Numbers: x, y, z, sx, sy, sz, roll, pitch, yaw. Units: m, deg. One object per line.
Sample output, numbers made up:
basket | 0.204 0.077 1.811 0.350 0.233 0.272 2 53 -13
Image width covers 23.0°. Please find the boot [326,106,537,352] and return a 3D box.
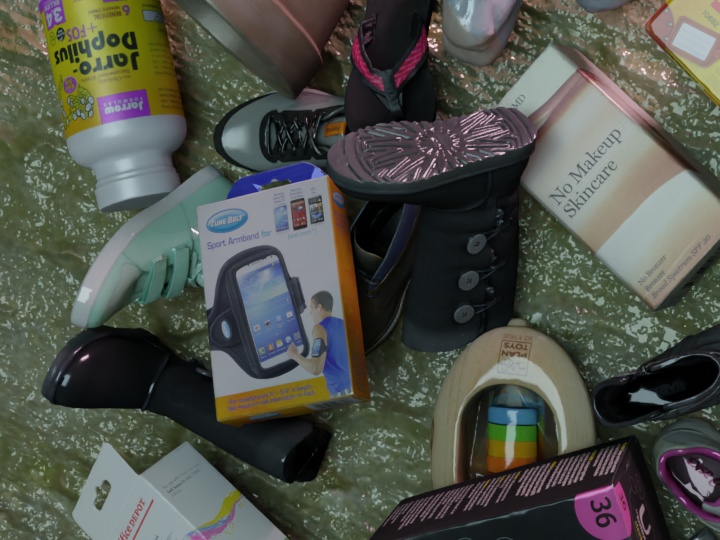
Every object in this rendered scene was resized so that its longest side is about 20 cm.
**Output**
boot | 0.048 -0.021 1.357 0.164 0.201 0.066 -9 47 -15

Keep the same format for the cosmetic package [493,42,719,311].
cosmetic package | 0.196 -0.073 1.376 0.200 0.087 0.103 44 106 15

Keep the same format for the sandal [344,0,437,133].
sandal | 0.024 -0.179 1.415 0.075 0.045 0.201 -1 62 11

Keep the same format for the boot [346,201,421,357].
boot | 0.000 0.000 1.439 0.075 0.097 0.200 45 103 29

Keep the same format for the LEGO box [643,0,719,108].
LEGO box | 0.314 -0.128 1.300 0.077 0.149 0.200 -45 77 15

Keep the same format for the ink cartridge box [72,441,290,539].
ink cartridge box | -0.142 0.229 1.492 0.200 0.067 0.117 42 132 14

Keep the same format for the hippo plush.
hippo plush | 0.146 -0.247 1.388 0.160 0.160 0.201 1 48 3

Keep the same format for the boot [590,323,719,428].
boot | 0.277 0.069 1.324 0.199 0.132 0.070 -31 80 18

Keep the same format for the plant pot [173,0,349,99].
plant pot | -0.070 -0.268 1.435 0.200 0.200 0.174 41 86 15

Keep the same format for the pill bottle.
pill bottle | -0.208 -0.156 1.515 0.104 0.104 0.201 -14 86 20

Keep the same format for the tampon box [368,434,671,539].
tampon box | 0.126 0.231 1.312 0.199 0.126 0.151 -18 96 19

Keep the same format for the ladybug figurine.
ladybug figurine | 0.125 0.138 1.412 0.135 0.072 0.201 7 94 19

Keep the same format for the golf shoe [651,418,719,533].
golf shoe | 0.301 0.189 1.339 0.199 0.091 0.076 33 100 15

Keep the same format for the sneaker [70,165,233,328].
sneaker | -0.140 0.003 1.458 0.118 0.200 0.074 39 143 10

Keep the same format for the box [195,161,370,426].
box | -0.064 0.013 1.395 0.118 0.041 0.201 -13 77 20

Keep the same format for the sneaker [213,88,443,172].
sneaker | -0.033 -0.116 1.466 0.199 0.079 0.074 0 92 21

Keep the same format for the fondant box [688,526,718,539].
fondant box | 0.240 0.320 1.380 0.200 0.058 0.144 -44 76 14

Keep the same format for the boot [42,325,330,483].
boot | -0.139 0.118 1.455 0.199 0.165 0.066 30 108 18
